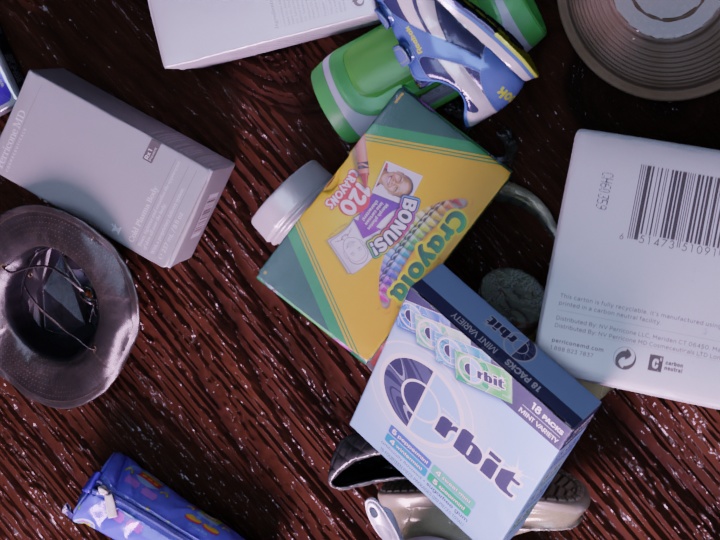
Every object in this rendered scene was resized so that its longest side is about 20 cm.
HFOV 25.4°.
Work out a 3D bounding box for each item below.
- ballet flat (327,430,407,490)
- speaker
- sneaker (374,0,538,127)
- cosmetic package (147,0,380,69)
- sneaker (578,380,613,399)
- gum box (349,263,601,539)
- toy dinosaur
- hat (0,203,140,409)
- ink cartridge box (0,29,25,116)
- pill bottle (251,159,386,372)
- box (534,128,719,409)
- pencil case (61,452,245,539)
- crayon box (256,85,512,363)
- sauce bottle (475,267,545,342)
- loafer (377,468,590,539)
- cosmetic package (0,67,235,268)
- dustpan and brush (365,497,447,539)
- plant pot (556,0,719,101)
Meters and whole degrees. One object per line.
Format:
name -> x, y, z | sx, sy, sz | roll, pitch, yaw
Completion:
ballet flat -> 0.059, 0.174, 1.426 | 0.199, 0.057, 0.067 | -8, 134, 37
speaker -> 0.059, -0.190, 1.393 | 0.199, 0.088, 0.089 | -28, 90, 15
sneaker -> 0.050, -0.200, 1.312 | 0.200, 0.074, 0.082 | 41, 108, 2
cosmetic package -> -0.075, -0.235, 1.411 | 0.199, 0.101, 0.072 | -13, 94, 14
sneaker -> 0.245, 0.061, 1.389 | 0.089, 0.067, 0.201 | 29, 100, 14
gum box -> 0.087, 0.117, 1.299 | 0.170, 0.044, 0.201 | 42, 142, 17
toy dinosaur -> 0.098, -0.096, 1.415 | 0.199, 0.048, 0.089 | 20, 123, 7
hat -> -0.278, 0.023, 1.499 | 0.199, 0.081, 0.202 | 7, 112, 18
ink cartridge box -> -0.441, -0.209, 1.532 | 0.199, 0.043, 0.199 | -25, 91, 13
pill bottle -> 0.000, 0.000, 1.419 | 0.200, 0.111, 0.111 | 46, 105, 4
box -> 0.257, 0.004, 1.289 | 0.197, 0.131, 0.202 | 11, 89, 15
pencil case -> -0.179, 0.250, 1.509 | 0.199, 0.087, 0.078 | 32, 81, 7
crayon box -> 0.020, -0.037, 1.334 | 0.119, 0.058, 0.200 | 37, 89, 3
sauce bottle -> 0.108, 0.081, 1.384 | 0.064, 0.065, 0.201 | 27, 141, 9
loafer -> 0.114, 0.218, 1.443 | 0.199, 0.076, 0.069 | -2, 108, 27
cosmetic package -> -0.229, -0.097, 1.474 | 0.199, 0.090, 0.107 | 27, 102, 5
dustpan and brush -> 0.053, 0.265, 1.414 | 0.139, 0.057, 0.201 | -7, 120, 32
plant pot -> 0.260, -0.241, 1.335 | 0.199, 0.093, 0.203 | 2, 99, 13
